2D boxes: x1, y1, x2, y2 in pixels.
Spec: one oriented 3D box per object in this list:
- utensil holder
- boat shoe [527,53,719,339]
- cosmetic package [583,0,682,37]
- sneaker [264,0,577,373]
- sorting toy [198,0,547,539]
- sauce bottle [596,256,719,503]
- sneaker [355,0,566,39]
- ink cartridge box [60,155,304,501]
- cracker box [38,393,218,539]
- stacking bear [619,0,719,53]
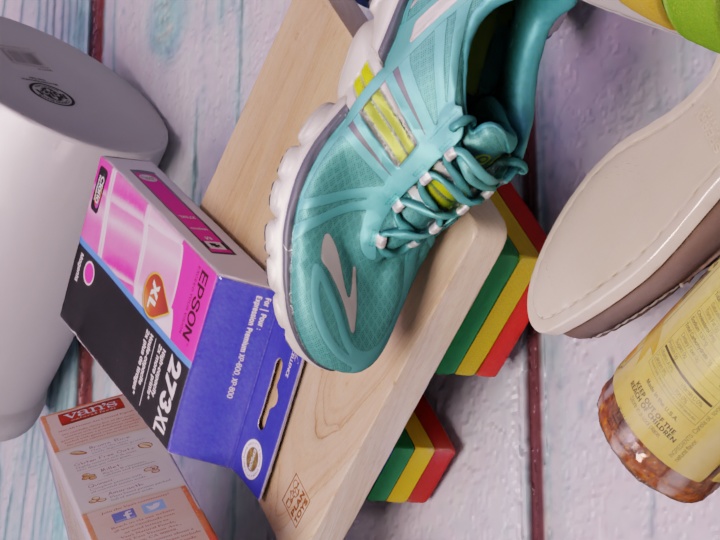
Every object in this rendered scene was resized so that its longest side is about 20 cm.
[{"bbox_3d":[-0.223,-0.027,1.239,0.201,0.169,0.170,-59,40,19],"label":"utensil holder"},{"bbox_3d":[0.143,-0.037,0.836,0.200,0.059,0.072,-50,33,31],"label":"boat shoe"},{"bbox_3d":[0.148,-0.228,0.838,0.200,0.123,0.201,-52,42,31],"label":"cosmetic package"},{"bbox_3d":[0.024,-0.048,0.850,0.080,0.077,0.201,31,103,42],"label":"sneaker"},{"bbox_3d":[0.000,0.000,1.002,0.201,0.069,0.199,-63,38,30],"label":"sorting toy"},{"bbox_3d":[0.169,0.004,0.791,0.200,0.066,0.066,-49,45,30],"label":"sauce bottle"},{"bbox_3d":[0.030,-0.142,1.012,0.200,0.074,0.083,-1,81,54],"label":"sneaker"},{"bbox_3d":[-0.090,0.024,1.045,0.200,0.037,0.095,40,119,50],"label":"ink cartridge box"},{"bbox_3d":[-0.100,0.157,1.023,0.200,0.057,0.135,-136,32,-65],"label":"cracker box"},{"bbox_3d":[0.118,-0.129,0.704,0.199,0.114,0.122,18,138,29],"label":"stacking bear"}]
